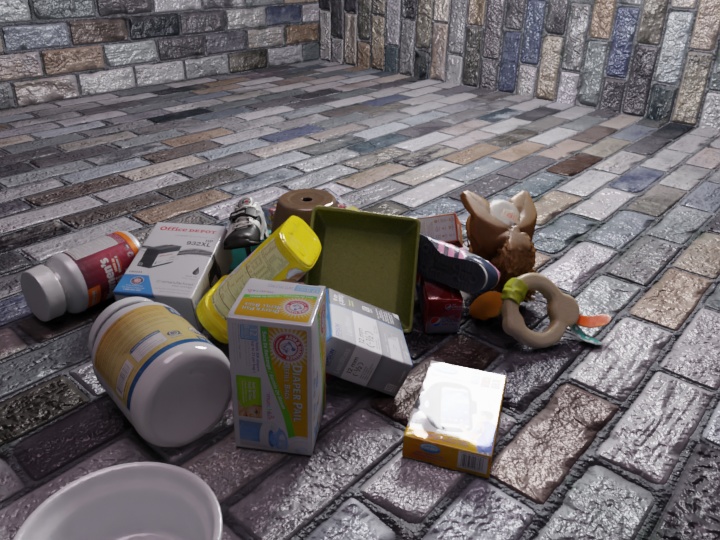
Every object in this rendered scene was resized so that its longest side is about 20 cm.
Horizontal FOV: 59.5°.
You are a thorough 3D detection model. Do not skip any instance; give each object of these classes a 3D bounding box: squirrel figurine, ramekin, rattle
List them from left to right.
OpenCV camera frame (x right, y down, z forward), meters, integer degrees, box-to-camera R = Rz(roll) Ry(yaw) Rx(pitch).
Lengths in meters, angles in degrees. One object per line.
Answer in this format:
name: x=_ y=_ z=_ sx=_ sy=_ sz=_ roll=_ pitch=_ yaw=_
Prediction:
ramekin: x=-0.230 y=0.295 z=0.613 sx=0.195 sy=0.100 sz=0.202 roll=2 pitch=27 yaw=-1
squirrel figurine: x=0.257 y=-0.027 z=1.197 sx=0.138 sy=0.188 sz=0.203 roll=-7 pitch=54 yaw=-18
rattle: x=0.314 y=0.089 z=1.110 sx=0.195 sy=0.143 sz=0.133 roll=8 pitch=56 yaw=-20

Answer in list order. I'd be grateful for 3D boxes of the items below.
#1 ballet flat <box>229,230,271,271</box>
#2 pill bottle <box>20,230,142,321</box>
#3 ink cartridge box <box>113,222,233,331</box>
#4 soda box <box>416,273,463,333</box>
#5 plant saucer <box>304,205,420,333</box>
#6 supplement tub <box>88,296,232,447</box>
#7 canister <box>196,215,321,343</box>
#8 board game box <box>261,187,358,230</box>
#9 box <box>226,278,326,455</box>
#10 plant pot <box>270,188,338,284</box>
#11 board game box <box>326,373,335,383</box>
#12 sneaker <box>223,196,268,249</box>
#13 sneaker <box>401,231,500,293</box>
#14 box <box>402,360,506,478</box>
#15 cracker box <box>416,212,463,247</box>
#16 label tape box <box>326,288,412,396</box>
ballet flat: x=-0.243 y=-0.039 z=1.311 sx=0.196 sy=0.069 sz=0.070 roll=-15 pitch=7 yaw=-28
pill bottle: x=-0.495 y=0.009 z=1.139 sx=0.108 sy=0.112 sz=0.199 roll=19 pitch=32 yaw=31
ink cartridge box: x=-0.330 y=0.007 z=1.136 sx=0.141 sy=0.085 sz=0.202 roll=4 pitch=40 yaw=7
soda box: x=0.141 y=0.034 z=1.163 sx=0.062 sy=0.072 sz=0.201 roll=1 pitch=27 yaw=-3
plant saucer: x=0.000 y=0.000 z=1.116 sx=0.195 sy=0.205 sz=0.048 roll=7 pitch=-7 yaw=-6
supplement tub: x=-0.281 y=0.132 z=0.873 sx=0.143 sy=0.148 sz=0.198 roll=-21 pitch=35 yaw=-36
canister: x=-0.164 y=0.012 z=1.043 sx=0.199 sy=0.087 sz=0.149 roll=-40 pitch=12 yaw=19
board game box: x=-0.118 y=-0.117 z=1.454 sx=0.196 sy=0.063 sz=0.200 roll=-14 pitch=31 yaw=-26
box: x=-0.105 y=0.126 z=0.829 sx=0.110 sy=0.204 sz=0.102 roll=4 pitch=27 yaw=6
plant pot: x=-0.103 y=-0.055 z=1.211 sx=0.195 sy=0.178 sz=0.201 roll=0 pitch=28 yaw=0
board game box: x=-0.115 y=0.119 z=1.019 sx=0.155 sy=0.040 sz=0.199 roll=-17 pitch=33 yaw=-31
sneaker: x=-0.219 y=-0.091 z=1.182 sx=0.072 sy=0.091 sz=0.200 roll=-7 pitch=11 yaw=-1
sneaker: x=0.158 y=-0.012 z=1.119 sx=0.081 sy=0.072 sz=0.199 roll=0 pitch=25 yaw=-46
box: x=0.139 y=0.194 z=0.888 sx=0.116 sy=0.042 sz=0.201 roll=9 pitch=31 yaw=15
cracker box: x=0.103 y=-0.067 z=1.268 sx=0.195 sy=0.059 sz=0.134 roll=-6 pitch=-5 yaw=14
label tape box: x=-0.028 y=0.096 z=0.963 sx=0.197 sy=0.067 sz=0.144 roll=24 pitch=22 yaw=-17
